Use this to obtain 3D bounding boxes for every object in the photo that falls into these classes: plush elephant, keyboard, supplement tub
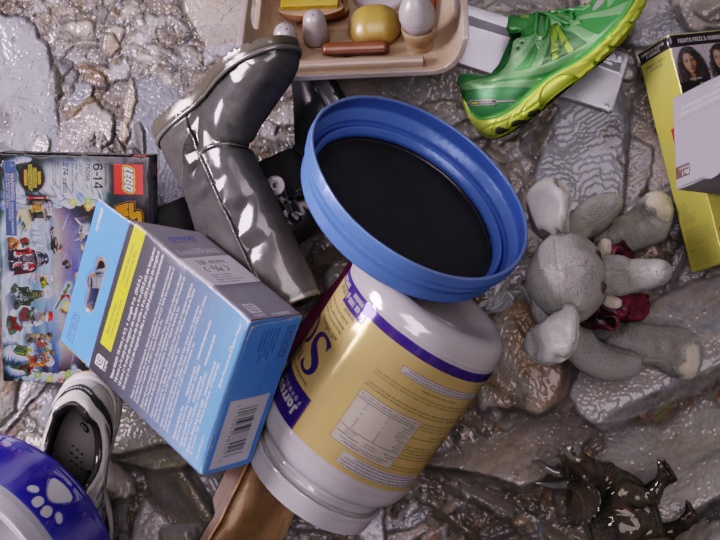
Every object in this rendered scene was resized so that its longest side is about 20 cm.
[{"bbox_3d":[0.194,0.009,1.109,0.197,0.155,0.168,-3,83,2],"label":"plush elephant"},{"bbox_3d":[0.143,-0.200,1.213,0.197,0.011,0.057,18,90,5],"label":"keyboard"},{"bbox_3d":[0.009,0.100,1.095,0.145,0.145,0.201,36,106,7],"label":"supplement tub"}]

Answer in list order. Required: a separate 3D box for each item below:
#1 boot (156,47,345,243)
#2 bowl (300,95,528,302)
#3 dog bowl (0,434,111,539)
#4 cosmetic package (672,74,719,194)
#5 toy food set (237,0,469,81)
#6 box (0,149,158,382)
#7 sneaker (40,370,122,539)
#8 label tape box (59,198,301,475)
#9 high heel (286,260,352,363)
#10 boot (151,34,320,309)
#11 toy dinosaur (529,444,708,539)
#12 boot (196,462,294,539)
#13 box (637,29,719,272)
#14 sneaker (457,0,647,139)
[{"bbox_3d":[-0.093,-0.089,1.189,0.198,0.066,0.166,-30,69,10],"label":"boot"},{"bbox_3d":[0.041,-0.057,1.070,0.200,0.200,0.040,40,128,6],"label":"bowl"},{"bbox_3d":[-0.300,0.240,1.096,0.197,0.079,0.203,12,117,24],"label":"dog bowl"},{"bbox_3d":[0.368,-0.107,1.102,0.197,0.107,0.092,8,77,-24],"label":"cosmetic package"},{"bbox_3d":[-0.005,-0.239,1.164,0.197,0.061,0.145,-1,50,3],"label":"toy food set"},{"bbox_3d":[-0.246,-0.002,1.167,0.135,0.040,0.203,1,99,3],"label":"box"},{"bbox_3d":[-0.251,0.190,1.134,0.074,0.088,0.203,5,99,1],"label":"sneaker"},{"bbox_3d":[-0.152,0.048,1.093,0.199,0.063,0.146,37,118,32],"label":"label tape box"},{"bbox_3d":[0.000,0.000,1.185,0.199,0.067,0.096,-39,49,4],"label":"high heel"},{"bbox_3d":[-0.083,-0.067,1.099,0.181,0.072,0.202,-36,67,36],"label":"boot"},{"bbox_3d":[0.237,0.224,1.134,0.101,0.077,0.202,-30,87,11],"label":"toy dinosaur"},{"bbox_3d":[-0.115,0.254,1.144,0.075,0.074,0.202,26,83,-4],"label":"boot"},{"bbox_3d":[0.306,-0.105,1.160,0.074,0.050,0.203,-8,82,-23],"label":"box"},{"bbox_3d":[0.170,-0.202,1.168,0.199,0.074,0.084,-38,90,3],"label":"sneaker"}]
